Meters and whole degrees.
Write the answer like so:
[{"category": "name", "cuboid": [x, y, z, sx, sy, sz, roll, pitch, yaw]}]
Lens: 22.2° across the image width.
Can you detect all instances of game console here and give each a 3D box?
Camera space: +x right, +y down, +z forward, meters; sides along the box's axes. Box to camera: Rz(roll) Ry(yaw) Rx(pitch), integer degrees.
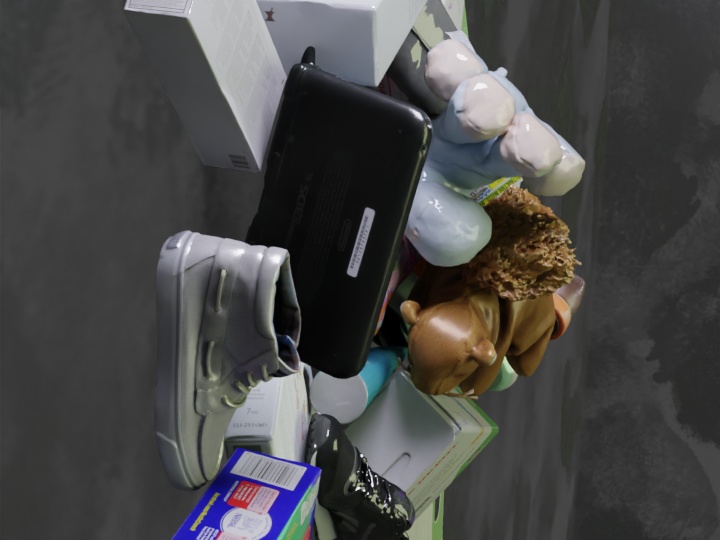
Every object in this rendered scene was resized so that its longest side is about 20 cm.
[{"category": "game console", "cuboid": [-0.023, -0.047, 1.346, 0.116, 0.175, 0.202, -9, 118, -59]}]

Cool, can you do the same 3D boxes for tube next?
[{"category": "tube", "cuboid": [-0.003, 0.091, 1.637, 0.200, 0.077, 0.051, -41, 129, -77]}]

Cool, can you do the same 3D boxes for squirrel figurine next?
[{"category": "squirrel figurine", "cuboid": [0.105, 0.021, 1.633, 0.201, 0.141, 0.186, -60, 167, 23]}]

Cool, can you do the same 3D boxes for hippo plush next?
[{"category": "hippo plush", "cuboid": [0.071, -0.099, 1.561, 0.159, 0.161, 0.200, 33, 16, -43]}]

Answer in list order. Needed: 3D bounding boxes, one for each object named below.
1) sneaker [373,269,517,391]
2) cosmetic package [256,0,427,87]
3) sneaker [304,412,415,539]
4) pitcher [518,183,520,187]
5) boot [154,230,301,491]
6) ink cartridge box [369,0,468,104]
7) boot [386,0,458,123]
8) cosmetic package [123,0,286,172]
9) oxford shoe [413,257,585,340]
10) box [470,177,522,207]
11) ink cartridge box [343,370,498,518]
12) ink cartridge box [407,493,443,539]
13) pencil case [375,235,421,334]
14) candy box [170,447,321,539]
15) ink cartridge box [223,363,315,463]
[{"category": "sneaker", "cuboid": [0.070, 0.073, 1.815, 0.200, 0.074, 0.119, 44, 37, -14]}, {"category": "cosmetic package", "cuboid": [-0.008, -0.226, 1.485, 0.200, 0.100, 0.072, -61, 154, -54]}, {"category": "sneaker", "cuboid": [0.002, 0.188, 1.562, 0.201, 0.087, 0.076, 81, 12, -50]}, {"category": "pitcher", "cuboid": [0.090, -0.061, 1.938, 0.172, 0.121, 0.201, -54, -170, 45]}, {"category": "boot", "cuboid": [-0.090, 0.072, 1.292, 0.074, 0.095, 0.202, -58, 152, -59]}, {"category": "ink cartridge box", "cuboid": [0.052, -0.199, 1.790, 0.118, 0.067, 0.201, 78, 23, -48]}, {"category": "boot", "cuboid": [0.044, -0.168, 1.654, 0.200, 0.072, 0.183, 51, 56, -36]}, {"category": "cosmetic package", "cuboid": [-0.103, -0.152, 1.247, 0.200, 0.050, 0.083, 68, 35, -61]}, {"category": "oxford shoe", "cuboid": [0.123, -0.005, 1.775, 0.073, 0.199, 0.072, -49, 162, -38]}, {"category": "box", "cuboid": [0.094, -0.106, 1.783, 0.035, 0.110, 0.200, 50, 9, -21]}, {"category": "ink cartridge box", "cuboid": [0.041, 0.174, 1.738, 0.145, 0.084, 0.200, -47, 166, 6]}, {"category": "ink cartridge box", "cuboid": [0.046, 0.274, 1.995, 0.200, 0.047, 0.147, -51, 144, -65]}, {"category": "pencil case", "cuboid": [0.000, 0.000, 1.651, 0.200, 0.087, 0.088, -58, 151, -61]}, {"category": "candy box", "cuboid": [-0.096, 0.260, 1.342, 0.169, 0.076, 0.202, -54, 156, -64]}, {"category": "ink cartridge box", "cuboid": [-0.069, 0.143, 1.512, 0.174, 0.043, 0.201, -84, 170, -48]}]
